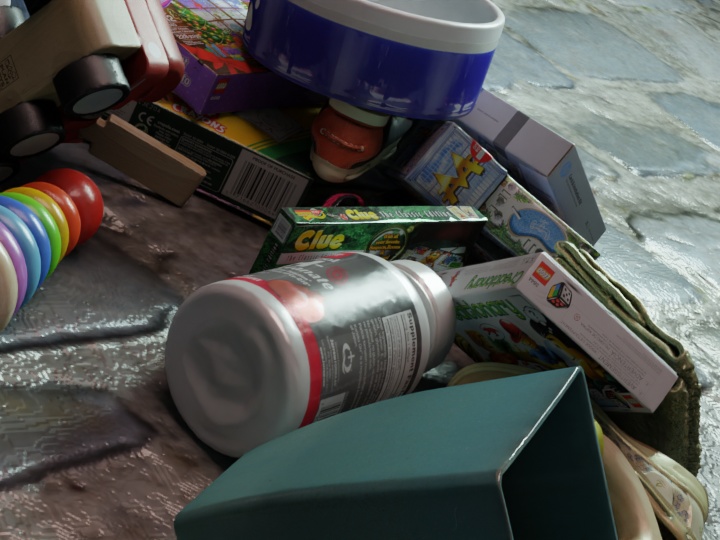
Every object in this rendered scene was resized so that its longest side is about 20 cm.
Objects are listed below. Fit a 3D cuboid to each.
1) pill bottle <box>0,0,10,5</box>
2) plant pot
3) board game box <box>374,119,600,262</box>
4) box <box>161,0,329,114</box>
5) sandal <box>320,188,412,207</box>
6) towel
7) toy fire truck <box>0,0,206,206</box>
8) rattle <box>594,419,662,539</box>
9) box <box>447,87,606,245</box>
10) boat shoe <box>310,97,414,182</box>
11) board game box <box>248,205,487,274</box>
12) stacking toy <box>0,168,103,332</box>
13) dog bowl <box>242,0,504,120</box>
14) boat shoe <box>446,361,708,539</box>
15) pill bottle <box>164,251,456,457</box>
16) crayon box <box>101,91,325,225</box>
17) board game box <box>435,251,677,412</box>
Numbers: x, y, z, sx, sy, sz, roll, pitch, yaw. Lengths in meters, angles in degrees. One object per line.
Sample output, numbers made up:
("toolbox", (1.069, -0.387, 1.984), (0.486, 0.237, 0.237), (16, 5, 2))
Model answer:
("pill bottle", (-0.366, -0.214, 1.146), (0.199, 0.114, 0.114), (3, 38, -41))
("plant pot", (0.015, 0.145, 0.817), (0.199, 0.142, 0.141), (-6, 15, 26))
("board game box", (0.097, -0.053, 1.281), (0.200, 0.062, 0.200), (40, 2, 5))
("box", (-0.109, -0.186, 1.294), (0.137, 0.039, 0.200), (39, 27, 22))
("sandal", (-0.014, -0.029, 1.218), (0.045, 0.075, 0.200), (35, 21, 8))
("towel", (0.197, 0.073, 1.153), (0.036, 0.200, 0.149), (-32, 56, -10))
("toy fire truck", (-0.181, -0.119, 1.119), (0.200, 0.176, 0.129), (-7, 72, -57))
("rattle", (0.134, 0.201, 0.993), (0.200, 0.142, 0.130), (55, 14, -15))
("box", (0.115, -0.105, 1.380), (0.200, 0.041, 0.156), (35, -10, 30))
("boat shoe", (0.001, -0.115, 1.289), (0.071, 0.063, 0.200), (23, 14, 5))
("board game box", (0.000, 0.000, 1.144), (0.199, 0.105, 0.023), (-2, 42, -46))
("stacking toy", (-0.222, -0.023, 1.011), (0.085, 0.086, 0.200), (30, 24, 2))
("dog bowl", (0.009, -0.194, 1.253), (0.199, 0.079, 0.200), (15, 21, -6))
("boat shoe", (0.144, 0.130, 1.055), (0.199, 0.074, 0.063), (28, 30, 0))
("pill bottle", (-0.024, 0.048, 1.037), (0.111, 0.111, 0.200), (42, 30, 23))
("crayon box", (-0.127, -0.132, 1.292), (0.199, 0.058, 0.173), (26, 28, -8))
("board game box", (0.121, 0.046, 1.098), (0.126, 0.035, 0.200), (42, -15, -11))
